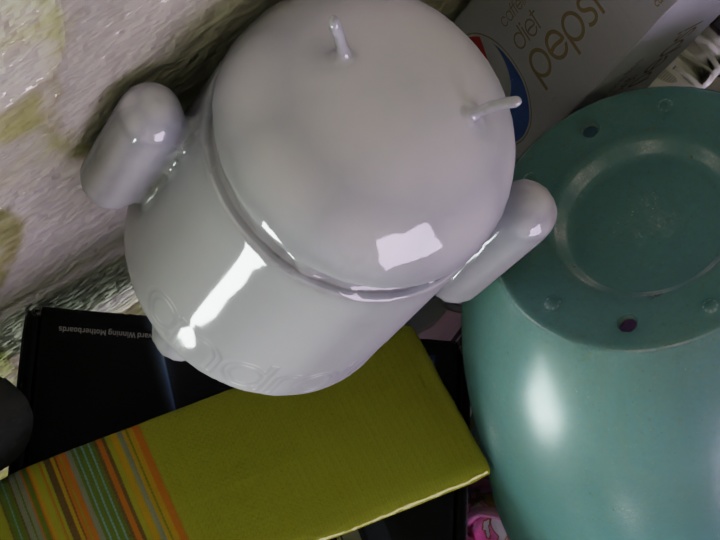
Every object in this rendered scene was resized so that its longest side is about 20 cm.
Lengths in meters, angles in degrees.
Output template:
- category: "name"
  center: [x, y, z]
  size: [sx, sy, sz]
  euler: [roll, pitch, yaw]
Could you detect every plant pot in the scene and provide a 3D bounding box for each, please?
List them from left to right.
- category: "plant pot"
  center: [0.129, 0.024, 0.978]
  size: [0.200, 0.201, 0.161]
  euler: [-32, 141, -4]

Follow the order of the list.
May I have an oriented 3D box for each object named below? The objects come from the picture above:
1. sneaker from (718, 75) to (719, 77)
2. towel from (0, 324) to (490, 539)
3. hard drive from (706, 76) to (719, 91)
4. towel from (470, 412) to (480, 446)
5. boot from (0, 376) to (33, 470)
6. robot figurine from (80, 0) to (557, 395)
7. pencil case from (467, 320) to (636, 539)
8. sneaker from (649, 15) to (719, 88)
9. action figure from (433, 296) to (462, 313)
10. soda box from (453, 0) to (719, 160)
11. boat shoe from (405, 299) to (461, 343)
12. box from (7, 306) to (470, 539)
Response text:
- category: "sneaker"
  center: [0.253, -0.123, 1.347]
  size: [0.200, 0.075, 0.078]
  euler: [-53, 169, 29]
- category: "towel"
  center: [-0.053, 0.090, 0.997]
  size: [0.199, 0.086, 0.018]
  euler: [-21, 143, -10]
- category: "hard drive"
  center: [0.158, -0.067, 1.270]
  size: [0.131, 0.026, 0.199]
  euler: [-28, -163, -25]
- category: "towel"
  center: [0.118, 0.074, 1.176]
  size: [0.201, 0.146, 0.022]
  euler: [-57, 134, -17]
- category: "boot"
  center: [-0.196, 0.086, 0.925]
  size: [0.164, 0.066, 0.199]
  euler: [-5, -174, 37]
- category: "robot figurine"
  center: [-0.015, -0.028, 0.881]
  size: [0.168, 0.114, 0.200]
  euler: [10, 151, -20]
- category: "pencil case"
  center: [0.113, 0.056, 1.118]
  size: [0.086, 0.083, 0.201]
  euler: [5, -120, 39]
- category: "sneaker"
  center: [0.150, -0.114, 1.149]
  size: [0.115, 0.076, 0.201]
  euler: [-42, -177, 9]
- category: "action figure"
  center: [0.000, 0.000, 1.153]
  size: [0.199, 0.070, 0.130]
  euler: [-20, -160, 42]
- category: "soda box"
  center: [0.089, -0.101, 1.000]
  size: [0.063, 0.068, 0.200]
  euler: [-27, 169, -30]
- category: "boat shoe"
  center: [0.050, 0.026, 1.247]
  size: [0.071, 0.068, 0.200]
  euler: [-5, -158, 23]
- category: "box"
  center: [-0.056, 0.113, 1.063]
  size: [0.198, 0.165, 0.086]
  euler: [6, 160, -6]
